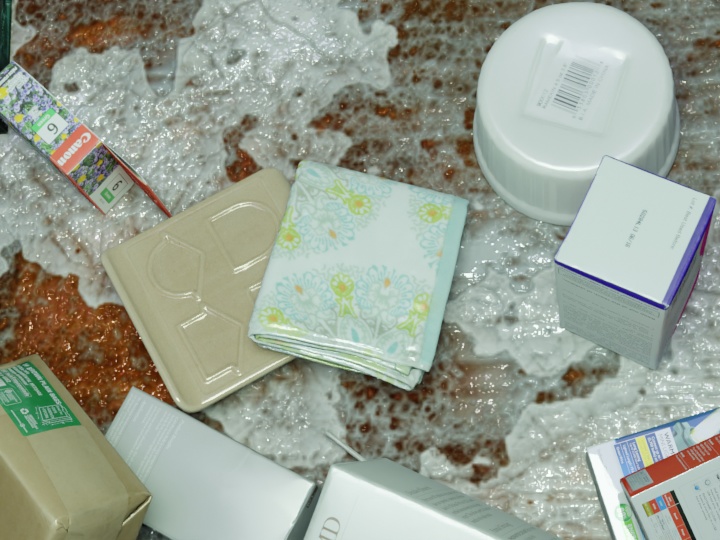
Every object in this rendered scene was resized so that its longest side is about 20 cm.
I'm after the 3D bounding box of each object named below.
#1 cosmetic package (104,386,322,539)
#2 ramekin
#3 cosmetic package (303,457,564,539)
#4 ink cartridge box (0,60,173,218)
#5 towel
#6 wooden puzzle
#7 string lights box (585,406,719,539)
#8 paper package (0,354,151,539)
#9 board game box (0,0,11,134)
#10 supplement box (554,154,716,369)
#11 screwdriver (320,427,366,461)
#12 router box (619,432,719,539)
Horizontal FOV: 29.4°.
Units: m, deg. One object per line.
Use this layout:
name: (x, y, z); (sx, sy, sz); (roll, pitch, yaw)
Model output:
cosmetic package: (-0.138, 0.198, 1.231); (0.199, 0.090, 0.107); (28, 80, 14)
ramekin: (0.201, -0.152, 1.282); (0.199, 0.098, 0.202); (-3, 72, 8)
cosmetic package: (0.055, 0.269, 1.115); (0.199, 0.166, 0.169); (21, 90, 16)
ink cartridge box: (-0.274, -0.109, 1.342); (0.200, 0.109, 0.050); (41, 82, 19)
towel: (0.000, 0.000, 1.265); (0.170, 0.048, 0.201); (15, 63, 2)
wooden puzzle: (-0.120, 0.019, 1.301); (0.199, 0.046, 0.186); (-26, 69, -14)
string lights box: (0.303, 0.175, 1.175); (0.198, 0.059, 0.103); (-18, 70, 4)
paper package: (-0.292, 0.206, 1.175); (0.200, 0.103, 0.192); (42, 121, 32)
board game box: (-0.439, -0.235, 1.455); (0.134, 0.028, 0.202); (-5, 72, 8)
supplement box: (0.232, -0.001, 1.172); (0.103, 0.200, 0.102); (24, 76, 17)
screwdriver: (0.041, 0.200, 1.225); (0.199, 0.029, 0.028); (37, 81, 13)
router box: (0.333, 0.227, 1.109); (0.178, 0.049, 0.201); (-25, 97, 4)
